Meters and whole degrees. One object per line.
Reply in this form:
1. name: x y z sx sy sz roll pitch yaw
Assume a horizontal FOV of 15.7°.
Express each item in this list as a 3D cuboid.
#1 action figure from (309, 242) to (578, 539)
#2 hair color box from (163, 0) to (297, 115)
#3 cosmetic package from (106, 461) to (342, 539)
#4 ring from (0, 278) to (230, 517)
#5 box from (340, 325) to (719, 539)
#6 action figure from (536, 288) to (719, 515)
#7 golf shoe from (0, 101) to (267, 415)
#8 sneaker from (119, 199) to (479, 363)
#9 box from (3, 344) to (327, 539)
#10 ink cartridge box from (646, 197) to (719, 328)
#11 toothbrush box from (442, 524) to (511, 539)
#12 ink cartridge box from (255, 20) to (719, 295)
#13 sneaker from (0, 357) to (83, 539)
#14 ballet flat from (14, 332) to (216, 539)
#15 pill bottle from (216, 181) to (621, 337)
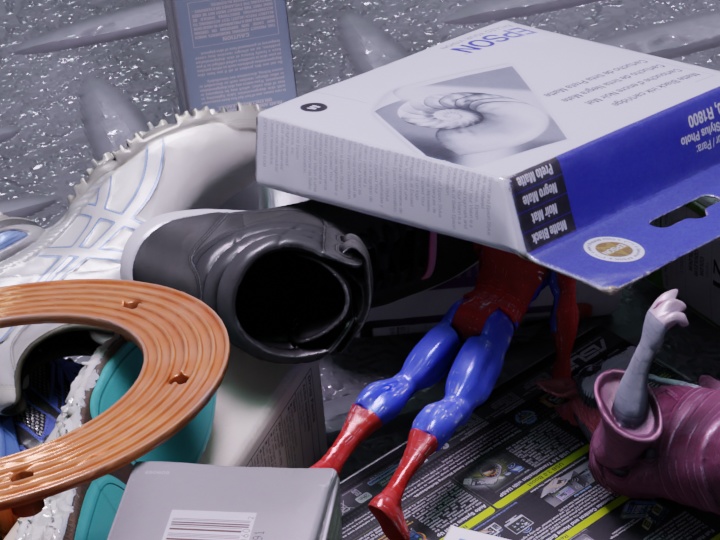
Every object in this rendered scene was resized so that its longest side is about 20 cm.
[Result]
1. action figure: 0.056 0.046 1.204 0.065 0.099 0.200 22 66 29
2. hair color box: -0.068 -0.109 1.379 0.060 0.200 0.099 -10 36 -5
3. cosmetic package: -0.050 0.180 0.980 0.090 0.200 0.107 1 39 10
4. ring: -0.148 0.054 1.034 0.200 0.019 0.201 -9 25 4
5. box: 0.094 0.116 1.181 0.200 0.044 0.160 -30 43 -30
6. action figure: 0.162 0.083 1.126 0.200 0.149 0.134 8 5 42
7. golf shoe: -0.113 -0.002 1.243 0.200 0.078 0.097 -31 70 -12
8. sneaker: 0.000 0.000 1.194 0.200 0.071 0.099 -10 21 -27
9. box: -0.088 0.117 1.162 0.078 0.095 0.200 10 37 20
10. ink cartridge box: 0.252 -0.013 1.302 0.148 0.076 0.200 -25 41 -26
11. toothbrush box: 0.037 0.217 0.961 0.086 0.146 0.200 12 40 22
12. ink cartridge box: 0.088 -0.060 1.196 0.200 0.041 0.199 18 28 35
13. sneaker: -0.169 0.063 1.277 0.078 0.075 0.200 -8 43 -19
14. ballet flat: -0.114 0.093 1.069 0.072 0.072 0.200 3 34 11
15. pill bottle: 0.028 -0.024 1.325 0.199 0.112 0.112 -5 36 0
